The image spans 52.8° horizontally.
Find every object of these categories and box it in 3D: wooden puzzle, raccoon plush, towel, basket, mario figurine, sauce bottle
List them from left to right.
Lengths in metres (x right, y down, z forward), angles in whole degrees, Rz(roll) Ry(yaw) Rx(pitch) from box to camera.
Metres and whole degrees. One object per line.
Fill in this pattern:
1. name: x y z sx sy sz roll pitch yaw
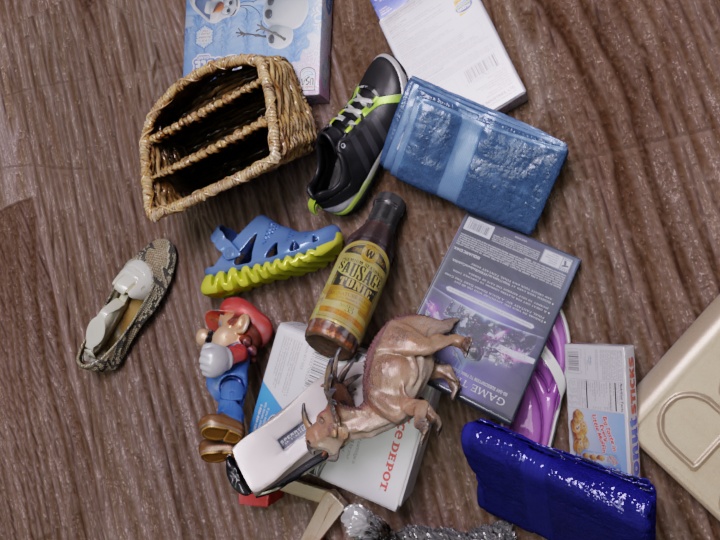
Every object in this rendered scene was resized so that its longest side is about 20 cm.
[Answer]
1. basket: -0.169 -0.168 0.852 0.196 0.149 0.146 -18 101 24
2. mario figurine: -0.170 0.117 0.859 0.122 0.105 0.203 -34 37 30
3. sauce bottle: 0.000 0.000 0.821 0.064 0.067 0.204 13 62 17
4. raccoon plush: 0.088 0.292 0.764 0.133 0.200 0.098 -36 36 10
5. towel: 0.124 -0.125 0.807 0.196 0.049 0.114 24 107 5
6. towel: 0.201 0.227 0.732 0.196 0.150 0.050 18 52 36
7. wooden puzzle: 0.392 0.152 0.736 0.200 0.046 0.186 44 100 20

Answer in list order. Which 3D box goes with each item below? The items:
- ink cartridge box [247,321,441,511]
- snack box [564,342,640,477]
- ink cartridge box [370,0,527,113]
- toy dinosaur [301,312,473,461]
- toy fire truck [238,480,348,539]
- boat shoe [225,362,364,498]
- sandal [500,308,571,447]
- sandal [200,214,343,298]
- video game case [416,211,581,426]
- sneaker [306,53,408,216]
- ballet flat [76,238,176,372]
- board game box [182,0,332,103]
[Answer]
1. ink cartridge box: -0.017 0.163 0.844 0.195 0.086 0.150 18 92 16
2. snack box: 0.255 0.180 0.764 0.071 0.024 0.207 -3 91 47
3. ink cartridge box: 0.101 -0.261 0.853 0.117 0.042 0.204 -27 82 16
4. toy dinosaur: 0.030 0.099 0.722 0.133 0.087 0.202 23 62 18
5. toy fire truck: -0.047 0.315 0.865 0.194 0.049 0.146 -4 85 18
6. boat shoe: -0.053 0.171 0.781 0.196 0.093 0.076 -28 73 -15
7. sandal: 0.190 0.117 0.797 0.080 0.050 0.209 0 86 16
8. sandal: -0.115 -0.029 0.893 0.195 0.079 0.090 -14 80 15
9. video game case: 0.139 0.046 0.794 0.140 0.019 0.203 23 71 17
10. sneaker: -0.007 -0.157 0.845 0.071 0.082 0.205 26 100 39
11. ballet flat: -0.310 0.048 0.951 0.067 0.075 0.203 34 97 17
12. board game box: -0.132 -0.316 0.929 0.194 0.043 0.206 1 89 18
